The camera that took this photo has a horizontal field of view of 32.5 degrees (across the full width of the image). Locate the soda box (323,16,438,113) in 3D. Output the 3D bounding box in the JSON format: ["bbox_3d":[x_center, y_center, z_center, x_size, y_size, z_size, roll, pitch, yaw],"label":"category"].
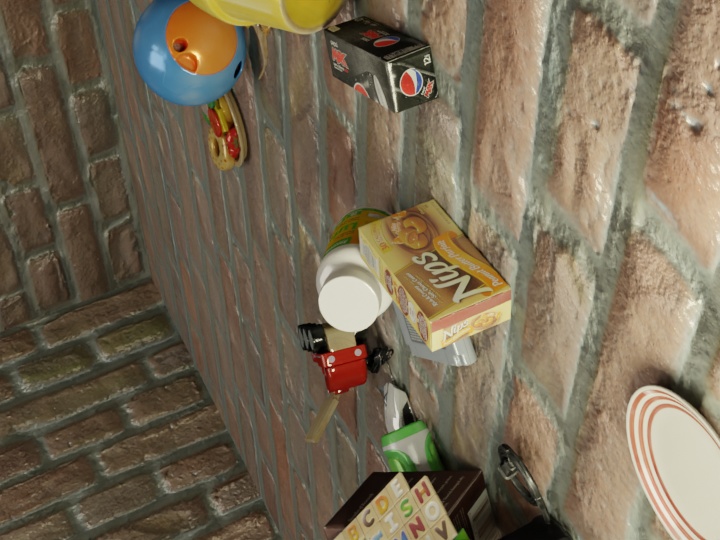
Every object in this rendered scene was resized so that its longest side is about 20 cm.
[{"bbox_3d":[0.023,-0.261,1.552,0.200,0.063,0.072,-138,32,-58],"label":"soda box"}]

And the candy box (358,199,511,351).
[{"bbox_3d":[0.091,0.002,1.555,0.200,0.114,0.056,54,158,42],"label":"candy box"}]

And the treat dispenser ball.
[{"bbox_3d":[-0.300,-0.391,2.171,0.202,0.199,0.202,57,159,35],"label":"treat dispenser ball"}]

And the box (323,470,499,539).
[{"bbox_3d":[0.085,0.406,1.822,0.198,0.164,0.168,-8,108,31],"label":"box"}]

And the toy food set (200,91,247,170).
[{"bbox_3d":[-0.283,-0.301,2.486,0.200,0.048,0.200,-178,69,-72],"label":"toy food set"}]

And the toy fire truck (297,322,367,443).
[{"bbox_3d":[-0.049,0.186,2.117,0.176,0.127,0.203,174,84,-78],"label":"toy fire truck"}]

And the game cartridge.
[{"bbox_3d":[0.097,0.061,1.745,0.200,0.041,0.135,-174,69,-71],"label":"game cartridge"}]

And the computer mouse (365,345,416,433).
[{"bbox_3d":[0.055,0.225,2.050,0.202,0.043,0.110,70,163,0],"label":"computer mouse"}]

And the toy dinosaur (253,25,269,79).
[{"bbox_3d":[-0.164,-0.405,2.013,0.106,0.060,0.202,-85,-14,-72],"label":"toy dinosaur"}]

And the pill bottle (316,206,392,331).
[{"bbox_3d":[0.000,0.000,1.698,0.200,0.110,0.112,-70,-30,-62],"label":"pill bottle"}]

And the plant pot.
[{"bbox_3d":[-0.116,-0.407,1.632,0.188,0.200,0.202,33,144,36],"label":"plant pot"}]

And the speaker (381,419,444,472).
[{"bbox_3d":[0.103,0.345,1.971,0.202,0.088,0.088,68,163,6],"label":"speaker"}]

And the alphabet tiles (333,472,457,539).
[{"bbox_3d":[0.047,0.383,1.691,0.200,0.008,0.168,-49,47,21],"label":"alphabet tiles"}]

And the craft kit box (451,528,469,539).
[{"bbox_3d":[0.108,0.474,1.712,0.199,0.048,0.199,-26,94,35],"label":"craft kit box"}]

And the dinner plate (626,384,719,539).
[{"bbox_3d":[0.327,0.204,1.212,0.201,0.024,0.201,90,154,-48],"label":"dinner plate"}]

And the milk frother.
[{"bbox_3d":[0.167,0.354,1.588,0.201,0.186,0.182,54,148,32],"label":"milk frother"}]
